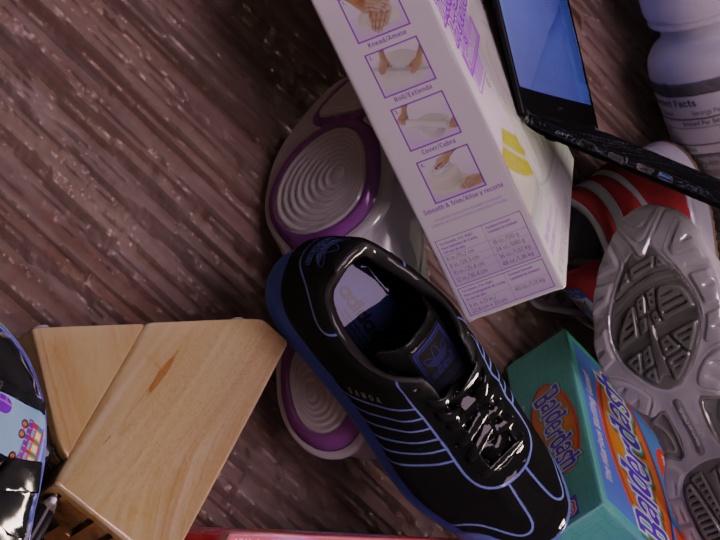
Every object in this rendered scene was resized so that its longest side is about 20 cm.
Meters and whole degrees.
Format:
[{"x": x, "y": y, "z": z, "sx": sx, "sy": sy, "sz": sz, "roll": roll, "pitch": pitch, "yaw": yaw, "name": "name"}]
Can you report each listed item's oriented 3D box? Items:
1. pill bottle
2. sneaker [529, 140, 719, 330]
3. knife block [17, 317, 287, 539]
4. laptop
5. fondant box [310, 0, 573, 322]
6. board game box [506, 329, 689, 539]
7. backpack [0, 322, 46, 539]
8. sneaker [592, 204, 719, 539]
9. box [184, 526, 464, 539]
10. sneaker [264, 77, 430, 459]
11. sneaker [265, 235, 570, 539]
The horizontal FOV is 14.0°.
[{"x": 0.230, "y": -0.093, "z": 1.674, "sx": 0.114, "sy": 0.113, "sz": 0.201, "roll": -32, "pitch": 109, "yaw": -36, "name": "pill bottle"}, {"x": 0.160, "y": 0.037, "z": 1.637, "sx": 0.112, "sy": 0.071, "sz": 0.201, "roll": -21, "pitch": 94, "yaw": -43, "name": "sneaker"}, {"x": -0.111, "y": 0.116, "z": 1.376, "sx": 0.199, "sy": 0.064, "sz": 0.176, "roll": -2, "pitch": 70, "yaw": -40, "name": "knife block"}, {"x": 0.148, "y": -0.107, "z": 1.542, "sx": 0.104, "sy": 0.199, "sz": 0.177, "roll": -69, "pitch": 164, "yaw": 7, "name": "laptop"}, {"x": 0.044, "y": -0.097, "z": 1.482, "sx": 0.144, "sy": 0.058, "sz": 0.201, "roll": -79, "pitch": 146, "yaw": -61, "name": "fondant box"}, {"x": 0.162, "y": 0.146, "z": 1.597, "sx": 0.200, "sy": 0.045, "sz": 0.152, "roll": 44, "pitch": 22, "yaw": -30, "name": "board game box"}, {"x": -0.241, "y": 0.081, "z": 1.250, "sx": 0.199, "sy": 0.134, "sz": 0.184, "roll": 18, "pitch": 76, "yaw": -34, "name": "backpack"}, {"x": 0.186, "y": 0.059, "z": 1.582, "sx": 0.099, "sy": 0.078, "sz": 0.201, "roll": -22, "pitch": 95, "yaw": -65, "name": "sneaker"}, {"x": -0.019, "y": 0.178, "z": 1.462, "sx": 0.199, "sy": 0.102, "sz": 0.095, "roll": 6, "pitch": 84, "yaw": -39, "name": "box"}, {"x": 0.000, "y": 0.000, "z": 1.519, "sx": 0.099, "sy": 0.075, "sz": 0.201, "roll": 16, "pitch": 76, "yaw": -60, "name": "sneaker"}, {"x": 0.037, "y": 0.063, "z": 1.427, "sx": 0.200, "sy": 0.078, "sz": 0.070, "roll": 45, "pitch": 70, "yaw": -11, "name": "sneaker"}]
